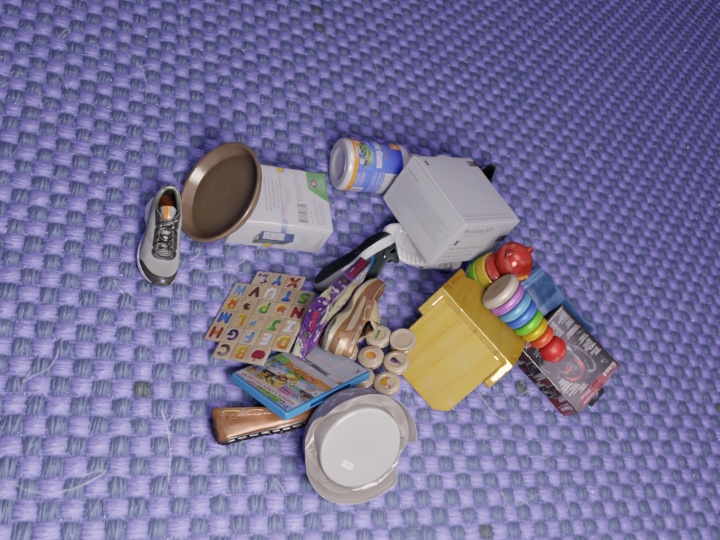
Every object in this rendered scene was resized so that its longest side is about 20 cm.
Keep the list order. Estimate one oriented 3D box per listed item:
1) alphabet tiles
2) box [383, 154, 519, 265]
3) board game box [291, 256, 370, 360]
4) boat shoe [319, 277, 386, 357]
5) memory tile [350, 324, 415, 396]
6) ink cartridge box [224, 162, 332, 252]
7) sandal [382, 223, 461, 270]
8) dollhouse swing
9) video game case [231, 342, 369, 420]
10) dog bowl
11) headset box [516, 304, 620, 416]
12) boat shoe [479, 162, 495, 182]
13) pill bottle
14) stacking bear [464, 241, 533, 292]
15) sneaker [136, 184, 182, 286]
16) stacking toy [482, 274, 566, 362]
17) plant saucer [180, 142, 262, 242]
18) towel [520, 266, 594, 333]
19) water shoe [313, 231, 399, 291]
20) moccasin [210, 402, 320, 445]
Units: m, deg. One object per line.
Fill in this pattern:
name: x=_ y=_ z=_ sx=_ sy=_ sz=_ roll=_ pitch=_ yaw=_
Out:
alphabet tiles: x=-0.178 y=0.080 z=1.259 sx=0.165 sy=0.006 sz=0.201 roll=7 pitch=50 yaw=20
box: x=0.193 y=-0.131 z=1.509 sx=0.198 sy=0.131 sz=0.201 roll=-6 pitch=54 yaw=-44
board game box: x=-0.051 y=0.067 z=1.297 sx=0.032 sy=0.120 sz=0.200 roll=34 pitch=38 yaw=9
boat shoe: x=0.000 y=0.094 z=1.329 sx=0.074 sy=0.076 sz=0.200 roll=29 pitch=47 yaw=12
memory tile: x=0.010 y=0.178 z=1.305 sx=0.152 sy=0.017 sz=0.201 roll=11 pitch=49 yaw=17
ink cartridge box: x=-0.168 y=-0.125 z=1.401 sx=0.199 sy=0.088 sz=0.146 roll=6 pitch=58 yaw=-26
sandal: x=0.128 y=-0.040 z=1.532 sx=0.201 sy=0.050 sz=0.083 roll=20 pitch=70 yaw=-22
dollhouse swing: x=0.187 y=0.145 z=1.408 sx=0.200 sy=0.176 sz=0.182 roll=47 pitch=30 yaw=5
video game case: x=-0.101 y=0.183 z=1.224 sx=0.143 sy=0.018 sz=0.199 roll=27 pitch=31 yaw=36
dog bowl: x=-0.006 y=0.287 z=1.185 sx=0.198 sy=0.059 sz=0.202 roll=-6 pitch=108 yaw=-20
headset box: x=0.438 y=0.199 z=1.506 sx=0.148 sy=0.075 sz=0.200 roll=-41 pitch=84 yaw=-20
boat shoe: x=0.263 y=-0.192 z=1.679 sx=0.084 sy=0.069 sz=0.201 roll=32 pitch=54 yaw=-7
pill bottle: x=0.041 y=-0.225 z=1.556 sx=0.199 sy=0.112 sz=0.113 roll=2 pitch=61 yaw=-27
stacking bear: x=0.284 y=0.013 z=1.481 sx=0.121 sy=0.200 sz=0.114 roll=-4 pitch=63 yaw=-29
sneaker: x=-0.357 y=-0.065 z=1.270 sx=0.073 sy=0.079 sz=0.202 roll=8 pitch=59 yaw=-25
stacking toy: x=0.335 y=0.103 z=1.400 sx=0.200 sy=0.085 sz=0.086 roll=45 pitch=50 yaw=-12
plant saucer: x=-0.258 y=-0.143 z=1.319 sx=0.029 sy=0.199 sz=0.201 roll=32 pitch=41 yaw=-53
towel: x=0.435 y=0.091 z=1.612 sx=0.111 sy=0.049 sz=0.201 roll=-30 pitch=78 yaw=-37
water shoe: x=0.000 y=0.000 z=1.420 sx=0.199 sy=0.071 sz=0.079 roll=-34 pitch=111 yaw=-22
moccasin: x=-0.153 y=0.239 z=1.200 sx=0.200 sy=0.074 sz=0.078 roll=-8 pitch=73 yaw=-20
